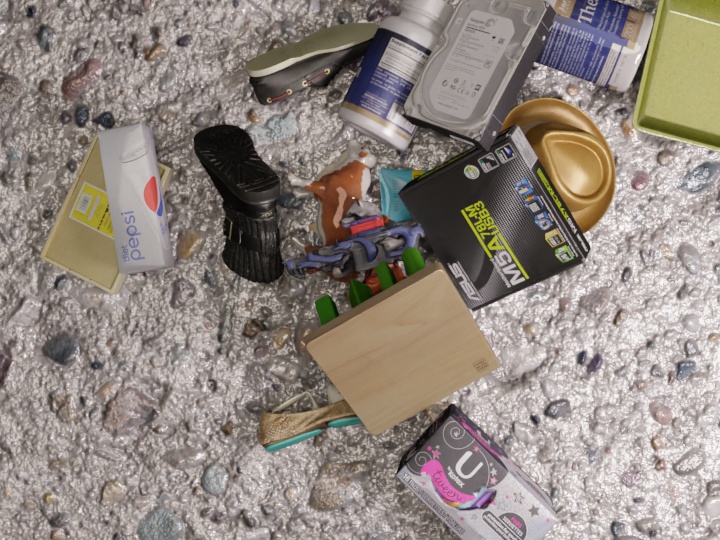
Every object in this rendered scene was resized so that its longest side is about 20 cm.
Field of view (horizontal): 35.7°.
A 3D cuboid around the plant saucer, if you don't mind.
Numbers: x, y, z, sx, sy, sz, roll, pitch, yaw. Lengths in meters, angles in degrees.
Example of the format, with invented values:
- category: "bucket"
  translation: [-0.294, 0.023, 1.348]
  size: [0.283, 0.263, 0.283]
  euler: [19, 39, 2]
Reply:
- category: "plant saucer"
  translation: [0.470, -0.266, 1.519]
  size: [0.196, 0.048, 0.204]
  euler: [13, 90, -9]

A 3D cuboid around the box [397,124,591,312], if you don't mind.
- category: "box"
  translation: [0.178, -0.066, 1.495]
  size: [0.192, 0.048, 0.201]
  euler: [-26, 104, 33]

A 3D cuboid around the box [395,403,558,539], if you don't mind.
- category: "box"
  translation: [0.159, 0.294, 1.517]
  size: [0.200, 0.132, 0.115]
  euler: [42, 95, 3]

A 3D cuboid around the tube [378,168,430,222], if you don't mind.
- category: "tube"
  translation: [0.125, -0.110, 1.568]
  size: [0.196, 0.050, 0.079]
  euler: [-4, 87, 9]

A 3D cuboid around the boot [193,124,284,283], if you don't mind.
- category: "boot"
  translation: [-0.173, -0.094, 1.572]
  size: [0.078, 0.212, 0.160]
  euler: [-16, 132, -20]

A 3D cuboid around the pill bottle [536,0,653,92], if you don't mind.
- category: "pill bottle"
  translation: [0.286, -0.326, 1.518]
  size: [0.197, 0.111, 0.113]
  euler: [20, 92, 5]

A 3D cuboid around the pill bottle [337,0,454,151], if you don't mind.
- category: "pill bottle"
  translation: [0.057, -0.278, 1.539]
  size: [0.110, 0.111, 0.202]
  euler: [27, 92, 4]

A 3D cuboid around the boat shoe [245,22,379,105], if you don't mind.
- category: "boat shoe"
  translation: [-0.062, -0.294, 1.577]
  size: [0.199, 0.074, 0.064]
  euler: [-23, 124, -5]

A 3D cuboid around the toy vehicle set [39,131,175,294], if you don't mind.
- category: "toy vehicle set"
  translation: [-0.366, -0.083, 1.617]
  size: [0.123, 0.027, 0.202]
  euler: [26, 92, 4]

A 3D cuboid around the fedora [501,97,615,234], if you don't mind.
- category: "fedora"
  translation: [0.274, -0.140, 1.505]
  size: [0.197, 0.082, 0.205]
  euler: [1, 88, -20]

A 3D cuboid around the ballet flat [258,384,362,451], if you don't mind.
- category: "ballet flat"
  translation: [-0.053, 0.197, 1.572]
  size: [0.197, 0.071, 0.066]
  euler: [-16, 74, 1]

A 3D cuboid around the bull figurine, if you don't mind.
- category: "bull figurine"
  translation: [-0.041, -0.086, 1.571]
  size: [0.119, 0.065, 0.204]
  euler: [3, 89, 8]

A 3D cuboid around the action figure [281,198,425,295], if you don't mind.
- category: "action figure"
  translation: [0.000, 0.000, 1.527]
  size: [0.196, 0.105, 0.197]
  euler: [-6, 96, 11]

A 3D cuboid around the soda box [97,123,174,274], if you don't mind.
- category: "soda box"
  translation: [-0.314, -0.099, 1.567]
  size: [0.067, 0.063, 0.204]
  euler: [-9, 89, 4]

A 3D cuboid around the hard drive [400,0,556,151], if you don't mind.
- category: "hard drive"
  translation: [0.152, -0.267, 1.451]
  size: [0.139, 0.038, 0.202]
  euler: [26, 85, 38]

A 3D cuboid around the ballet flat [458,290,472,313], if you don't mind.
- category: "ballet flat"
  translation: [0.103, 0.109, 1.557]
  size: [0.069, 0.069, 0.202]
  euler: [26, 92, 4]

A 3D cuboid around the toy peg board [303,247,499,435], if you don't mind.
- category: "toy peg board"
  translation: [0.049, 0.082, 1.468]
  size: [0.198, 0.098, 0.200]
  euler: [-29, 128, 8]
